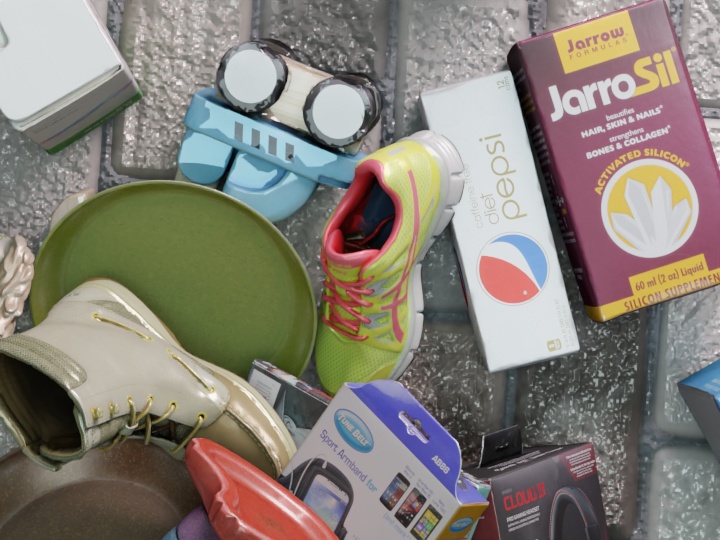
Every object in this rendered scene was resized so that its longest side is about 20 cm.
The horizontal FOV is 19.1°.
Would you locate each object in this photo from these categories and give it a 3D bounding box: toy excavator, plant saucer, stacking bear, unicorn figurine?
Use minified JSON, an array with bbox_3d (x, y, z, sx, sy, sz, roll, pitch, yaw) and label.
[{"bbox_3d":[-0.099,-0.066,1.481,0.194,0.100,0.201,22,98,1],"label":"toy excavator"},{"bbox_3d":[-0.127,0.022,1.470,0.199,0.031,0.201,2,119,4],"label":"plant saucer"},{"bbox_3d":[-0.108,0.228,1.335,0.113,0.122,0.200,32,100,-26],"label":"stacking bear"},{"bbox_3d":[-0.191,0.193,1.455,0.199,0.201,0.037,-12,134,-1],"label":"plant saucer"},{"bbox_3d":[-0.285,0.000,1.469,0.199,0.074,0.138,8,88,33],"label":"unicorn figurine"}]

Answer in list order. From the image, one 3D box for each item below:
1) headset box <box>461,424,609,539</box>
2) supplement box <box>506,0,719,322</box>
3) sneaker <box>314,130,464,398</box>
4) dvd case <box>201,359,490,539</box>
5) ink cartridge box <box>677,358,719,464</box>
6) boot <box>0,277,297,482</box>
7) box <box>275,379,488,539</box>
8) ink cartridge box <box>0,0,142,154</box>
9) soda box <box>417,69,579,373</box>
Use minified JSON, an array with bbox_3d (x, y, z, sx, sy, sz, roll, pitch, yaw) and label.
[{"bbox_3d":[0.107,0.207,1.445,0.075,0.148,0.201,-10,89,34],"label":"headset box"},{"bbox_3d":[0.184,-0.076,1.482,0.110,0.086,0.201,-18,90,0],"label":"supplement box"},{"bbox_3d":[0.000,0.000,1.455,0.078,0.090,0.201,26,111,30],"label":"sneaker"},{"bbox_3d":[-0.019,0.165,1.420,0.199,0.022,0.147,26,101,32],"label":"dvd case"},{"bbox_3d":[0.346,0.094,1.454,0.199,0.146,0.147,-30,91,-1],"label":"ink cartridge box"},{"bbox_3d":[-0.143,0.097,1.380,0.200,0.155,0.072,41,114,6],"label":"boot"},{"bbox_3d":[-0.005,0.168,1.376,0.119,0.041,0.200,45,108,28],"label":"box"},{"bbox_3d":[-0.219,-0.164,1.420,0.087,0.200,0.146,-31,90,-1],"label":"ink cartridge box"},{"bbox_3d":[0.095,-0.033,1.493,0.068,0.064,0.201,-14,89,0],"label":"soda box"}]
